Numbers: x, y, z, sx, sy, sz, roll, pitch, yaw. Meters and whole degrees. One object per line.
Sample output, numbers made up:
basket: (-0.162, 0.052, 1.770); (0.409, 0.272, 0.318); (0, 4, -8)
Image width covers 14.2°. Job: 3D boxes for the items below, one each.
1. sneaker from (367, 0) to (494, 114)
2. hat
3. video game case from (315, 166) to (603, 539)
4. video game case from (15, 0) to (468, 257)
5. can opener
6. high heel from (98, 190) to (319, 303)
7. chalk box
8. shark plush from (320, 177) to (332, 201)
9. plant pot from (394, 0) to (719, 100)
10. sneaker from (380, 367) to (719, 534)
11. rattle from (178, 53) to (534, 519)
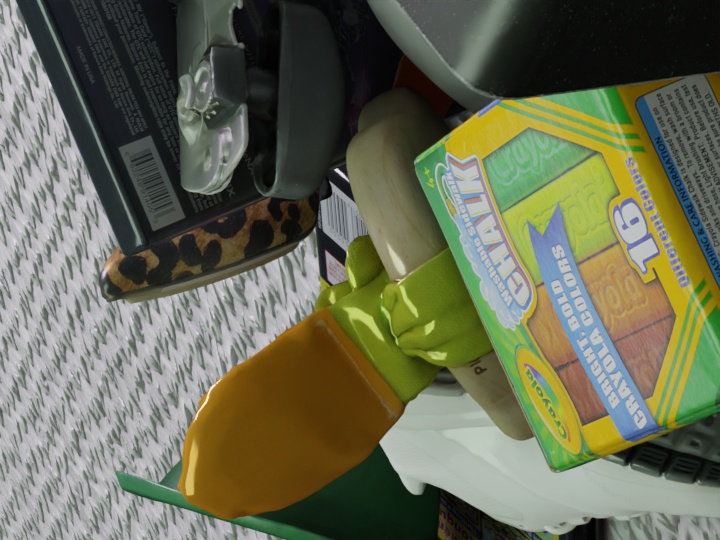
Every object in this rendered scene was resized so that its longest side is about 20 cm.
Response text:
sneaker: (0.036, -0.146, 1.081); (0.084, 0.073, 0.201); (-17, 110, 39)
hat: (0.000, 0.039, 1.305); (0.199, 0.165, 0.177); (11, 84, 48)
video game case: (0.043, 0.056, 1.314); (0.200, 0.025, 0.181); (41, 146, 43)
video game case: (-0.045, -0.102, 1.141); (0.019, 0.200, 0.143); (-21, 93, 46)
can opener: (-0.044, -0.121, 1.096); (0.053, 0.067, 0.201); (-34, 53, 57)
high heel: (-0.056, -0.078, 1.185); (0.071, 0.200, 0.143); (-8, 108, 47)
chalk box: (0.107, -0.017, 0.978); (0.125, 0.123, 0.200); (64, 156, 4)
shark plush: (-0.061, -0.126, 1.293); (0.091, 0.083, 0.201); (14, 124, 61)
plant pot: (0.085, -0.186, 0.787); (0.200, 0.199, 0.178); (53, 132, 29)
sneaker: (0.084, 0.065, 1.151); (0.199, 0.075, 0.087); (14, 137, 40)
rattle: (0.000, 0.000, 1.120); (0.143, 0.130, 0.200); (-46, 36, 21)
